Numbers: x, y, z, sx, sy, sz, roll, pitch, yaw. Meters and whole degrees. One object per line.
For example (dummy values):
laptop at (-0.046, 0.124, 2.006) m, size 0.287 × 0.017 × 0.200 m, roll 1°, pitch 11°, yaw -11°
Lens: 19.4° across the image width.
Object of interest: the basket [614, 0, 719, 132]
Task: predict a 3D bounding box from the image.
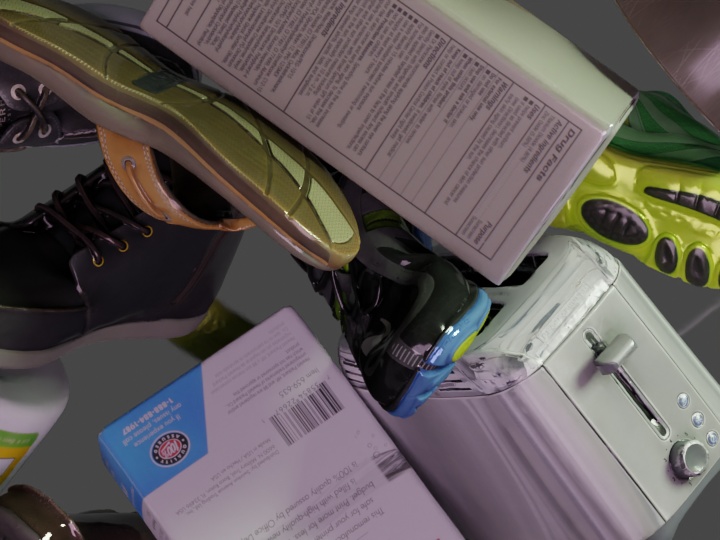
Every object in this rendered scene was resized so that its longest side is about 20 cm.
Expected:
basket at (0.219, -0.156, 0.941) m, size 0.200 × 0.136 × 0.180 m, roll -39°, pitch 96°, yaw 18°

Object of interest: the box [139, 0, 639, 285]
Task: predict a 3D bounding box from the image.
box at (0.014, -0.094, 0.938) m, size 0.200 × 0.078 × 0.095 m, roll 37°, pitch 114°, yaw 3°

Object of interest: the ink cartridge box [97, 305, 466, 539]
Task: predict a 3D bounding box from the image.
ink cartridge box at (-0.024, 0.133, 1.019) m, size 0.116 × 0.067 × 0.200 m, roll -33°, pitch 79°, yaw -15°

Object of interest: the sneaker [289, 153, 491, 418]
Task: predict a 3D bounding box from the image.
sneaker at (0.000, 0.000, 0.954) m, size 0.083 × 0.200 × 0.071 m, roll 32°, pitch 106°, yaw -26°

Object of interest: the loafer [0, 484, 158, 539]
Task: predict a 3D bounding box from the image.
loafer at (-0.138, 0.140, 1.051) m, size 0.073 × 0.200 × 0.071 m, roll 39°, pitch 78°, yaw 17°

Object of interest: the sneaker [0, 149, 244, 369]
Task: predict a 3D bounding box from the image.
sneaker at (-0.124, -0.022, 0.957) m, size 0.075 × 0.200 × 0.106 m, roll 42°, pitch 116°, yaw 23°

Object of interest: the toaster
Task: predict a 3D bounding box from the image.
toaster at (0.077, 0.059, 1.020) m, size 0.114 × 0.200 × 0.129 m, roll -45°, pitch 113°, yaw -25°

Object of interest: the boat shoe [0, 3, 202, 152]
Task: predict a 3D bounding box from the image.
boat shoe at (-0.170, -0.080, 0.966) m, size 0.200 × 0.057 × 0.069 m, roll -3°, pitch 122°, yaw -12°

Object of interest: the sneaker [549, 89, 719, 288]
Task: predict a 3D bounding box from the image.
sneaker at (0.111, -0.056, 1.011) m, size 0.200 × 0.084 × 0.074 m, roll 30°, pitch 114°, yaw 2°

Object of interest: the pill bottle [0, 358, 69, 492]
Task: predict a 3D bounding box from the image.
pill bottle at (-0.242, 0.103, 1.033) m, size 0.111 × 0.111 × 0.200 m, roll 33°, pitch 109°, yaw -19°

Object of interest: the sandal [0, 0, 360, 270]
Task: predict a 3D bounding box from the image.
sandal at (-0.086, -0.053, 0.916) m, size 0.200 × 0.080 × 0.054 m, roll 32°, pitch 111°, yaw 12°
